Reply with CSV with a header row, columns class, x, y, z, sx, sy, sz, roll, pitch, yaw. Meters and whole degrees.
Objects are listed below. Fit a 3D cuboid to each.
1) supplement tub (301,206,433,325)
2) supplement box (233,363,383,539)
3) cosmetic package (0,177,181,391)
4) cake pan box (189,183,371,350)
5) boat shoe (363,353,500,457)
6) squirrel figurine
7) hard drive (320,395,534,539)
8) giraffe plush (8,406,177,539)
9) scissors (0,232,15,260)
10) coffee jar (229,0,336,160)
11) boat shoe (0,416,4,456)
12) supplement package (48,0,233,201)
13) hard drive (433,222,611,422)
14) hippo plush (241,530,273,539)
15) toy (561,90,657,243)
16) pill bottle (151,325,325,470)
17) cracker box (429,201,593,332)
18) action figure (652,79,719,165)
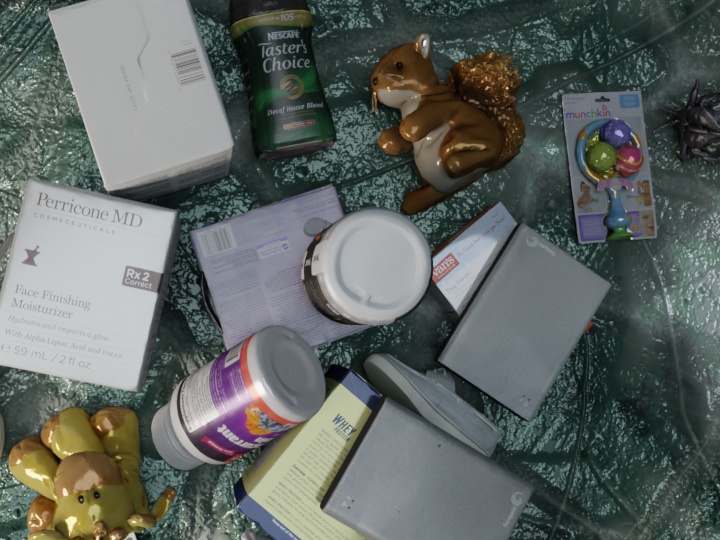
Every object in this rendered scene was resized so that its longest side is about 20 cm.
class,x,y,z,sx,sy,sz,roll,pitch,yaw
supplement tub,0.000,0.000,1.035,0.122,0.200,0.124,1,86,-12
supplement box,-0.012,0.251,1.101,0.200,0.134,0.200,40,82,-6
cosmetic package,-0.304,0.019,1.050,0.164,0.165,0.202,12,85,-10
cake pan box,-0.097,0.012,1.143,0.199,0.052,0.185,-20,88,-10
boat shoe,0.092,0.162,1.164,0.201,0.070,0.072,42,64,-5
squirrel figurine,0.107,-0.202,1.163,0.199,0.142,0.188,-25,81,-24
hard drive,0.075,0.249,1.024,0.199,0.033,0.140,32,82,-9
giraffe plush,-0.303,0.255,1.039,0.172,0.162,0.201,-36,92,-10
scissors,-0.440,0.045,1.029,0.200,0.014,0.073,-40,80,-9
coffee jar,-0.098,-0.242,1.138,0.104,0.085,0.202,-12,89,-10
boat shoe,-0.456,0.141,1.058,0.069,0.072,0.202,-8,88,-9
supplement package,-0.241,-0.191,1.054,0.146,0.200,0.193,-18,91,-10
hard drive,0.200,0.063,1.139,0.139,0.033,0.201,33,83,-6
hippo plush,-0.121,0.405,1.094,0.199,0.160,0.161,15,60,33
toy,0.336,-0.140,1.223,0.114,0.047,0.202,-4,88,-11
pill bottle,-0.145,0.153,1.057,0.199,0.111,0.112,-32,93,30
cracker box,0.181,0.033,1.183,0.134,0.058,0.200,-38,94,-9
action figure,0.497,-0.189,1.226,0.199,0.102,0.120,17,117,29
